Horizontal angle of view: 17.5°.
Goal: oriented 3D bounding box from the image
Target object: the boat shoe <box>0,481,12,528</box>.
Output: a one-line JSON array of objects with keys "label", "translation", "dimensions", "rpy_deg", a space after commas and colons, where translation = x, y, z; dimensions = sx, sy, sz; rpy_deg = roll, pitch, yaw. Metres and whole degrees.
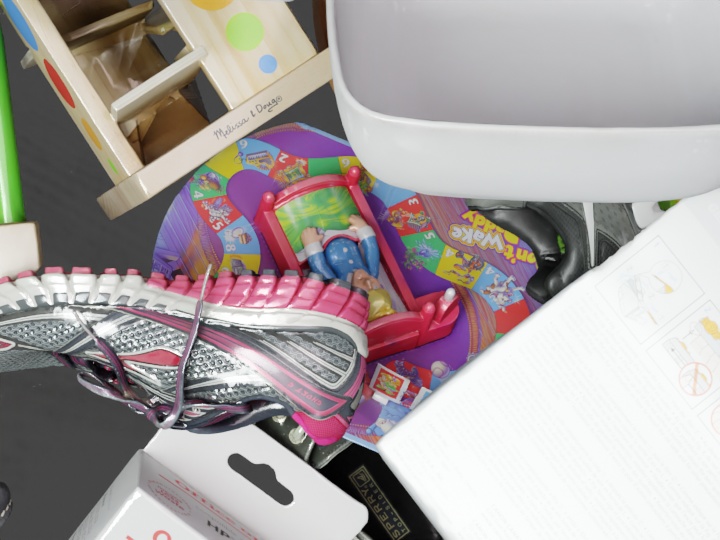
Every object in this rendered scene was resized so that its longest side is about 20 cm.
[{"label": "boat shoe", "translation": [-0.227, 0.181, 1.102], "dimensions": [0.060, 0.074, 0.200], "rpy_deg": [42, 82, -8]}]

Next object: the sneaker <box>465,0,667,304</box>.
[{"label": "sneaker", "translation": [0.084, -0.070, 1.155], "dimensions": [0.090, 0.066, 0.201], "rpy_deg": [-26, 96, -21]}]

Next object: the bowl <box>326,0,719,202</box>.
[{"label": "bowl", "translation": [0.084, -0.101, 1.058], "dimensions": [0.199, 0.075, 0.200], "rpy_deg": [0, 44, -1]}]

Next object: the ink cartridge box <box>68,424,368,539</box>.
[{"label": "ink cartridge box", "translation": [-0.095, 0.170, 1.110], "dimensions": [0.115, 0.068, 0.200], "rpy_deg": [36, 97, -10]}]

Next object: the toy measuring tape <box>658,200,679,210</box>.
[{"label": "toy measuring tape", "translation": [0.156, -0.069, 1.190], "dimensions": [0.074, 0.074, 0.200], "rpy_deg": [-44, 126, -12]}]

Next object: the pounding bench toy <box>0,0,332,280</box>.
[{"label": "pounding bench toy", "translation": [-0.133, -0.107, 1.113], "dimensions": [0.200, 0.124, 0.156], "rpy_deg": [-35, 95, -13]}]

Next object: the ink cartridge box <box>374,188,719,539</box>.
[{"label": "ink cartridge box", "translation": [0.131, 0.079, 1.063], "dimensions": [0.200, 0.050, 0.162], "rpy_deg": [-39, 83, 7]}]

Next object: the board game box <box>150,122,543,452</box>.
[{"label": "board game box", "translation": [0.000, 0.000, 1.143], "dimensions": [0.199, 0.039, 0.158], "rpy_deg": [23, 59, 0]}]

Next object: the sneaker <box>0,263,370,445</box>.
[{"label": "sneaker", "translation": [-0.096, 0.039, 1.079], "dimensions": [0.199, 0.081, 0.075], "rpy_deg": [1, 80, 13]}]

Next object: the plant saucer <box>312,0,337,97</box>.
[{"label": "plant saucer", "translation": [0.075, -0.138, 1.212], "dimensions": [0.199, 0.037, 0.201], "rpy_deg": [1, 87, -14]}]

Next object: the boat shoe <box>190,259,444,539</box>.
[{"label": "boat shoe", "translation": [-0.017, 0.075, 1.164], "dimensions": [0.071, 0.064, 0.200], "rpy_deg": [-41, 97, -12]}]
